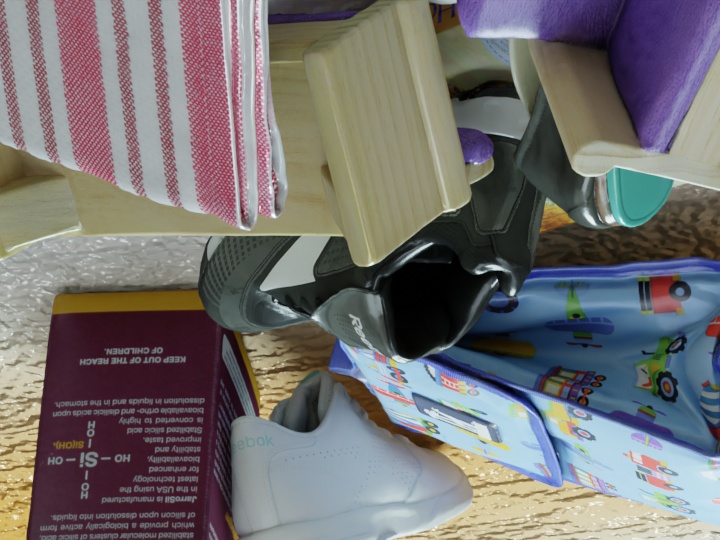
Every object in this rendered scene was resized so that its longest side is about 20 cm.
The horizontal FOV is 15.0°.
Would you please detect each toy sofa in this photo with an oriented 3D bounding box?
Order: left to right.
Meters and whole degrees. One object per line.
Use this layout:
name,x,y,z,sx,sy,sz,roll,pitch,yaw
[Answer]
toy sofa,-0.054,-0.058,1.027,0.199,0.098,0.083,1,114,37
toy sofa,0.107,-0.130,0.854,0.097,0.083,0.201,11,121,-18

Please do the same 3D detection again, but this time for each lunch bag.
lunch bag,0.082,0.045,1.236,0.199,0.095,0.151,8,165,15

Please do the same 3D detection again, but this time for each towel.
towel,-0.113,-0.104,0.944,0.199,0.030,0.147,21,133,25

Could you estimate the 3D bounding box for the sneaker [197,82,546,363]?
sneaker,0.000,0.000,1.098,0.066,0.091,0.200,28,143,-35

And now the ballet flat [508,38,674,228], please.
ballet flat,0.081,-0.108,0.960,0.068,0.068,0.201,28,126,33

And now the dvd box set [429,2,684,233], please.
dvd box set,0.066,-0.068,1.095,0.199,0.030,0.146,-19,143,34

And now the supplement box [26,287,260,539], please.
supplement box,-0.100,0.122,1.268,0.085,0.201,0.111,-2,150,8

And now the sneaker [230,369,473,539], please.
sneaker,-0.005,0.090,1.321,0.075,0.089,0.200,-19,176,21

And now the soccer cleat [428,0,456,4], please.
soccer cleat,0.005,-0.152,0.925,0.077,0.070,0.200,1,153,10
